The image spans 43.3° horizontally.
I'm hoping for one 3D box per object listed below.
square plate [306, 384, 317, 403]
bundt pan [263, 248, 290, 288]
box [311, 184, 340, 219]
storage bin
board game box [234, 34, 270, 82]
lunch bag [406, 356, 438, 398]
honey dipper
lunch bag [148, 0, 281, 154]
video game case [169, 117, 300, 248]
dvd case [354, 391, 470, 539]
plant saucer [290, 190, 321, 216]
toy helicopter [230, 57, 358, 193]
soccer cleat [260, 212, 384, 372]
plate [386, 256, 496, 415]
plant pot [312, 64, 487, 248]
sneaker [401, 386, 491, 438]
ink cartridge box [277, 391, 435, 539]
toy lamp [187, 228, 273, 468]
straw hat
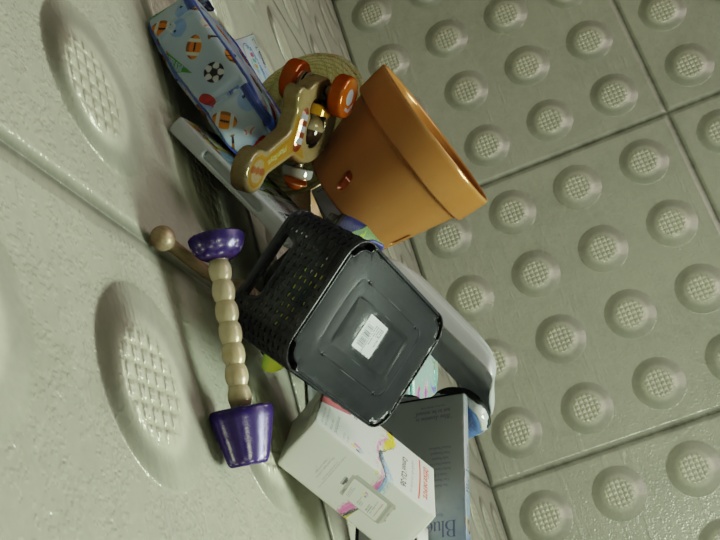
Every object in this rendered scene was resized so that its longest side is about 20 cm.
[{"bbox_3d":[-0.021,0.208,1.189,0.199,0.028,0.201,-98,166,-53],"label":"square plate"},{"bbox_3d":[-0.049,0.063,1.102,0.203,0.075,0.202,56,7,-10],"label":"bundt pan"},{"bbox_3d":[0.000,0.000,1.157,0.201,0.036,0.145,70,-6,-51],"label":"box"},{"bbox_3d":[-0.019,0.051,0.891,0.093,0.136,0.200,28,-11,38],"label":"storage bin"},{"bbox_3d":[-0.153,-0.241,1.340,0.199,0.043,0.202,-83,152,-73],"label":"board game box"},{"bbox_3d":[0.066,0.118,1.334,0.160,0.076,0.202,-32,122,-65],"label":"lunch bag"},{"bbox_3d":[-0.142,0.004,0.870,0.200,0.038,0.038,51,20,-61],"label":"honey dipper"},{"bbox_3d":[-0.158,-0.220,1.059,0.201,0.075,0.160,59,7,17],"label":"lunch bag"},{"bbox_3d":[-0.118,-0.091,1.043,0.182,0.023,0.200,45,7,7],"label":"video game case"},{"bbox_3d":[0.062,0.248,1.088,0.018,0.141,0.202,52,33,-48],"label":"dvd case"},{"bbox_3d":[-0.080,-0.116,1.374,0.200,0.035,0.203,0,90,-87],"label":"plant saucer"},{"bbox_3d":[-0.080,-0.132,0.969,0.200,0.078,0.133,-49,153,-48],"label":"toy helicopter"},{"bbox_3d":[-0.039,0.028,0.967,0.201,0.083,0.065,-61,-179,-26],"label":"soccer cleat"},{"bbox_3d":[0.103,0.077,1.123,0.200,0.032,0.200,46,-9,21],"label":"plate"},{"bbox_3d":[0.036,-0.121,1.076,0.200,0.140,0.200,50,12,-15],"label":"plant pot"},{"bbox_3d":[0.087,0.204,1.185,0.077,0.199,0.076,-35,99,-41],"label":"sneaker"},{"bbox_3d":[0.015,0.222,0.969,0.200,0.068,0.117,40,12,-6],"label":"ink cartridge box"},{"bbox_3d":[-0.112,0.068,0.789,0.058,0.058,0.202,38,41,-74],"label":"toy lamp"},{"bbox_3d":[-0.093,-0.204,1.154,0.085,0.200,0.203,29,39,-57],"label":"straw hat"}]
